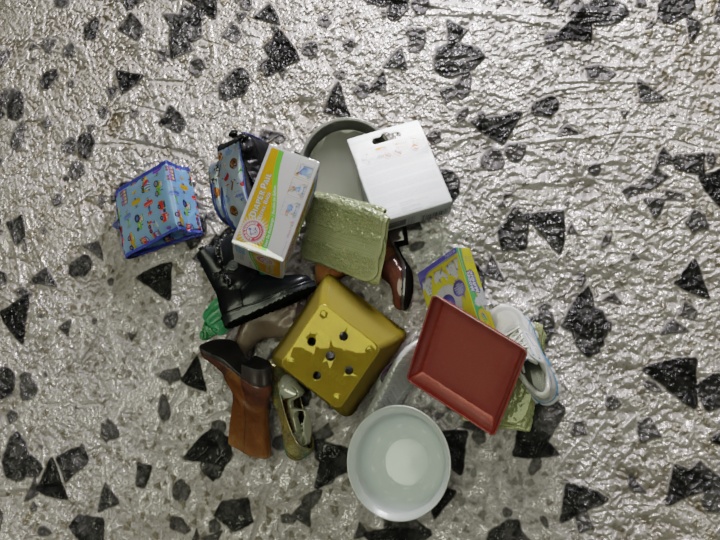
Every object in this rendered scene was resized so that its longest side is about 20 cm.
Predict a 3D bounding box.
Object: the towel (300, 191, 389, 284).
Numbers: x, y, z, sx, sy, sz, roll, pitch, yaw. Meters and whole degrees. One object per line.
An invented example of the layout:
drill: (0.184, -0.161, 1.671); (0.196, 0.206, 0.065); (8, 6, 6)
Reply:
towel: (-0.032, -0.066, 1.696); (0.197, 0.036, 0.152); (19, 111, 32)

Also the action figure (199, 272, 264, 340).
action figure: (-0.239, 0.064, 1.736); (0.199, 0.055, 0.118); (-41, 62, -10)

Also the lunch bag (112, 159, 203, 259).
lunch bag: (-0.452, -0.123, 1.896); (0.196, 0.094, 0.154); (-19, 77, 22)

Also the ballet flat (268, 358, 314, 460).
ballet flat: (-0.132, 0.265, 1.729); (0.069, 0.071, 0.205); (-17, 80, 12)

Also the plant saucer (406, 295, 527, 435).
plant saucer: (0.192, 0.164, 1.592); (0.198, 0.037, 0.203); (30, 126, 22)

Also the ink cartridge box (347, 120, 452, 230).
ink cartridge box: (0.074, -0.186, 1.745); (0.157, 0.048, 0.203); (-16, 65, -9)

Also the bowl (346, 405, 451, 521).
bowl: (0.078, 0.355, 1.641); (0.196, 0.090, 0.206); (-3, 79, 15)

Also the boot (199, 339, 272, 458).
boot: (-0.244, 0.250, 1.745); (0.185, 0.068, 0.205); (16, 117, 27)

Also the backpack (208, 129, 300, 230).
backpack: (-0.210, -0.155, 1.771); (0.153, 0.198, 0.195); (-28, 64, 34)

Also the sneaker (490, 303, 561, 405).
sneaker: (0.292, 0.143, 1.581); (0.074, 0.086, 0.202); (-34, 70, 11)

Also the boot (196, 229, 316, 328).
boot: (-0.200, -0.003, 1.687); (0.196, 0.077, 0.171); (-21, 77, -2)

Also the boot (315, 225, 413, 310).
boot: (0.000, 0.000, 1.742); (0.195, 0.068, 0.193); (-11, 77, 15)

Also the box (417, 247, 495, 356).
box: (0.181, 0.074, 1.651); (0.117, 0.048, 0.204); (-36, 63, 42)

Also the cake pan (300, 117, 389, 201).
cake pan: (-0.025, -0.204, 1.780); (0.195, 0.037, 0.206); (0, 81, 0)

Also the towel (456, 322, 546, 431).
towel: (0.261, 0.189, 1.647); (0.145, 0.036, 0.205); (9, 83, 18)

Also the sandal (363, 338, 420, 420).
sandal: (0.063, 0.209, 1.688); (0.205, 0.082, 0.050); (-55, 43, 0)

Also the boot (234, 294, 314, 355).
boot: (-0.154, 0.108, 1.768); (0.144, 0.070, 0.204); (24, 88, 17)

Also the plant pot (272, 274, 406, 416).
plant pot: (-0.047, 0.147, 1.641); (0.198, 0.176, 0.202); (36, 93, 2)

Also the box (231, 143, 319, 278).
box: (-0.154, -0.106, 1.622); (0.099, 0.113, 0.204); (19, 74, 0)
